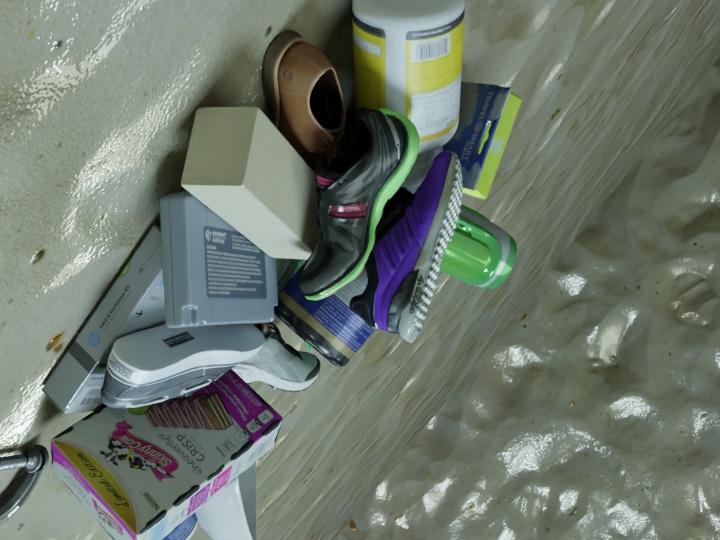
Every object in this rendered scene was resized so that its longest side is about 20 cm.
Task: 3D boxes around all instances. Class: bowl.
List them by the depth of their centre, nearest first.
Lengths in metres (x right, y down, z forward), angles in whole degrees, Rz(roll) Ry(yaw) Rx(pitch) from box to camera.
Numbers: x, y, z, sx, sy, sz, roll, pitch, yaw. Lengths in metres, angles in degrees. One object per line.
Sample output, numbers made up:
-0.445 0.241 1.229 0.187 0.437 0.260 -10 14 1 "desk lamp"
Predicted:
-0.185 0.252 1.108 0.074 0.201 0.201 -5 135 -4 "bowl"

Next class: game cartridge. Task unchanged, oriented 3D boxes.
-0.136 -0.013 0.825 0.200 0.041 0.135 8 74 -72 "game cartridge"

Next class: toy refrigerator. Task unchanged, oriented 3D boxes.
-0.095 -0.078 0.807 0.200 0.069 0.077 43 53 -65 "toy refrigerator"

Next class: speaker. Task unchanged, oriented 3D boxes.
0.100 -0.048 1.063 0.089 0.198 0.089 -51 -155 35 "speaker"

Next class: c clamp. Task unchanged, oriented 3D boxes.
-0.371 0.208 0.801 0.171 0.027 0.200 -53 161 2 "c clamp"

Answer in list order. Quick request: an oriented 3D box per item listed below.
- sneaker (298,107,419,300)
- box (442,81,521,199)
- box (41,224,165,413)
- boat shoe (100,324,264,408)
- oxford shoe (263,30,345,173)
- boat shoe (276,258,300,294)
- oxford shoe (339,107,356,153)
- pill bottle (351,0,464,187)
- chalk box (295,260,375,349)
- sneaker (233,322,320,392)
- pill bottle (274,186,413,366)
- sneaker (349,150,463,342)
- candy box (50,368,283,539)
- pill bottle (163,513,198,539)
-0.018 -0.068 0.815 0.083 0.077 0.202 23 92 -28 "sneaker"
0.104 -0.158 0.973 0.047 0.199 0.123 16 95 -34 "box"
-0.217 0.055 0.865 0.201 0.041 0.156 -53 162 7 "box"
-0.180 0.096 0.855 0.199 0.072 0.068 -16 139 -57 "boat shoe"
-0.046 -0.140 0.835 0.071 0.071 0.201 -45 154 -19 "oxford shoe"
-0.100 -0.035 0.959 0.070 0.071 0.201 28 105 -44 "boat shoe"
-0.003 -0.140 0.985 0.084 0.072 0.202 4 113 -60 "oxford shoe"
0.049 -0.192 0.866 0.112 0.111 0.202 -38 143 -34 "pill bottle"
-0.018 0.019 1.149 0.200 0.124 0.125 -46 162 -15 "chalk box"
-0.118 0.108 1.095 0.199 0.074 0.080 18 100 -51 "sneaker"
0.000 0.000 0.948 0.201 0.112 0.112 -51 162 -3 "pill bottle"
0.040 -0.036 0.861 0.070 0.098 0.202 41 66 -73 "sneaker"
-0.198 0.179 0.865 0.199 0.136 0.061 -36 157 -39 "candy box"
-0.271 0.306 1.088 0.111 0.111 0.201 -45 160 -20 "pill bottle"
